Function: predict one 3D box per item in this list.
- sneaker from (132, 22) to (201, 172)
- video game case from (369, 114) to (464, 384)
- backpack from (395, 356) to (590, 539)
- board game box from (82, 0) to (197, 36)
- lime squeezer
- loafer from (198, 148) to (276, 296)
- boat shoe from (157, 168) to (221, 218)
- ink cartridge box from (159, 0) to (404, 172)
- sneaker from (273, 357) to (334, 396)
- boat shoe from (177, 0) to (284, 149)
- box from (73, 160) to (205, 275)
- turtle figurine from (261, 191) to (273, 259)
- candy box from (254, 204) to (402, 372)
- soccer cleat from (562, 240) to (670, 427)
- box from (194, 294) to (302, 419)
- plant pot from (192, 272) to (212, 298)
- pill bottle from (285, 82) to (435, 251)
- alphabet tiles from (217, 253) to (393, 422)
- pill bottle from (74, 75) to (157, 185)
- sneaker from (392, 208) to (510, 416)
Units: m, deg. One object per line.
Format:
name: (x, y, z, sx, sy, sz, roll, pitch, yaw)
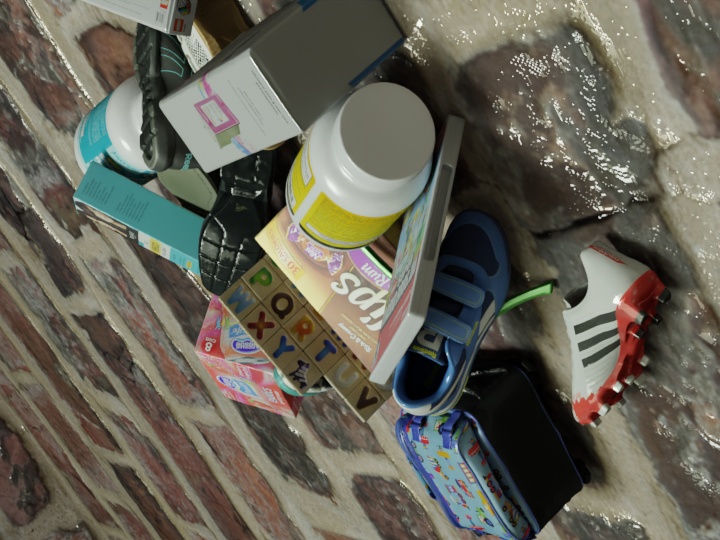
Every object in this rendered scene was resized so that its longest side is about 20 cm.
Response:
sneaker: (-0.193, -0.197, 1.238, 0.075, 0.078, 0.204, 149, 118, -61)
video game case: (0.050, -0.017, 1.045, 0.017, 0.203, 0.143, 16, 151, -5)
backpack: (0.115, 0.183, 1.255, 0.199, 0.134, 0.184, 3, 128, 57)
board game box: (-0.227, -0.316, 1.154, 0.198, 0.034, 0.128, 26, 109, 36)
lime squeezer: (0.086, 0.027, 1.135, 0.197, 0.038, 0.072, 13, 131, 24)
loafer: (-0.126, -0.069, 1.276, 0.072, 0.072, 0.203, 19, 112, 0)
boat shoe: (-0.177, -0.103, 1.336, 0.071, 0.061, 0.202, 19, 162, 11)
ink cartridge box: (-0.075, -0.177, 1.063, 0.085, 0.144, 0.199, 54, 151, -16)
sneaker: (-0.044, 0.107, 1.324, 0.078, 0.200, 0.080, 46, 112, 9)
boat shoe: (-0.136, -0.211, 1.193, 0.069, 0.070, 0.202, -17, 103, 60)
box: (-0.231, -0.051, 1.368, 0.198, 0.050, 0.082, 27, 167, -5)
turtle figurine: (-0.089, -0.032, 1.347, 0.160, 0.064, 0.202, 29, 146, 32)
candy box: (0.000, 0.000, 1.214, 0.116, 0.056, 0.201, -40, 90, 25)
soccer cleat: (0.211, 0.058, 1.040, 0.085, 0.068, 0.202, 42, 149, 29)
box: (-0.119, 0.095, 1.398, 0.101, 0.096, 0.201, 15, 161, 9)
plant pot: (-0.154, 0.018, 1.523, 0.199, 0.027, 0.201, 38, 157, 19)
pill bottle: (0.001, -0.093, 1.064, 0.113, 0.112, 0.200, 48, 162, 0)
alphabet tiles: (-0.028, 0.053, 1.257, 0.201, 0.167, 0.008, 49, 155, -1)
pill bottle: (-0.255, -0.162, 1.373, 0.111, 0.111, 0.199, 54, 152, -11)
sneaker: (0.081, 0.043, 1.082, 0.073, 0.082, 0.204, 20, 100, 23)
